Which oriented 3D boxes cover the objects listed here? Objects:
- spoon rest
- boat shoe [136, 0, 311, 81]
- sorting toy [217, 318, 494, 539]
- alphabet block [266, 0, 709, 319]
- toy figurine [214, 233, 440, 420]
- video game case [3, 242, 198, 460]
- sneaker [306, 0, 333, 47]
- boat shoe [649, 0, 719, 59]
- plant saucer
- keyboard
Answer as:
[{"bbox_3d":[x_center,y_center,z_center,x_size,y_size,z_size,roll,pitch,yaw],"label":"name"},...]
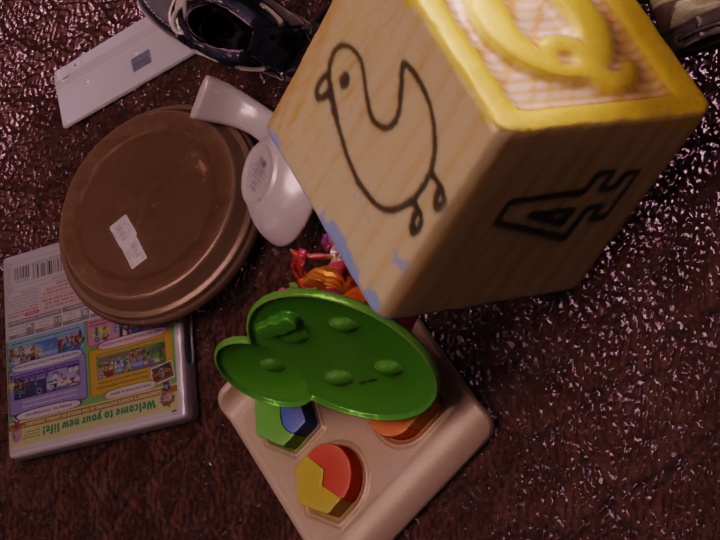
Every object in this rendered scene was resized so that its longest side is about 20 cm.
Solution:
[{"bbox_3d":[-0.072,-0.093,1.709,0.200,0.061,0.099,52,125,51],"label":"spoon rest"},{"bbox_3d":[-0.131,-0.216,1.780,0.200,0.093,0.075,24,98,33],"label":"boat shoe"},{"bbox_3d":[-0.012,0.109,1.666,0.185,0.036,0.200,-48,57,18],"label":"sorting toy"},{"bbox_3d":[0.084,-0.107,1.504,0.195,0.196,0.200,58,139,26],"label":"alphabet block"},{"bbox_3d":[0.000,0.000,1.623,0.200,0.150,0.184,-16,40,45],"label":"toy figurine"},{"bbox_3d":[-0.225,0.056,1.843,0.200,0.022,0.182,-15,71,32],"label":"video game case"},{"bbox_3d":[-0.012,-0.157,1.692,0.076,0.091,0.200,11,88,35],"label":"sneaker"},{"bbox_3d":[0.297,-0.187,1.492,0.200,0.073,0.065,-7,89,35],"label":"boat shoe"},{"bbox_3d":[-0.171,-0.051,1.797,0.200,0.029,0.200,-11,65,24],"label":"plant saucer"},{"bbox_3d":[-0.192,-0.189,1.882,0.200,0.011,0.056,-26,71,29],"label":"keyboard"}]
